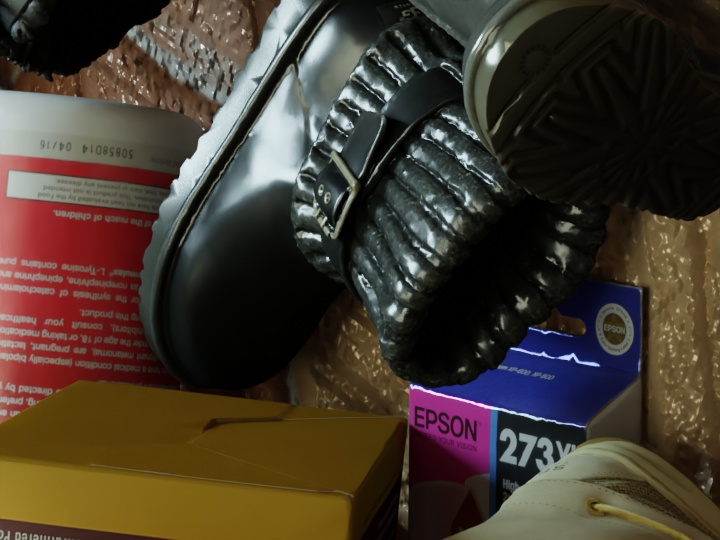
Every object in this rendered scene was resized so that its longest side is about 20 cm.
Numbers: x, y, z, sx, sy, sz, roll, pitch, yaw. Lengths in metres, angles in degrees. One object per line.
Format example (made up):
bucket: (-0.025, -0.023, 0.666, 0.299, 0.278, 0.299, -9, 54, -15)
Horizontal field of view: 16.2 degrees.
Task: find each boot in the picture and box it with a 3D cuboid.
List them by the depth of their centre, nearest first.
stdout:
boot: (0.103, 0.140, 0.797, 0.200, 0.155, 0.073, 41, 120, 21)
boot: (0.035, -0.105, 0.847, 0.073, 0.182, 0.200, -44, 62, 11)
boot: (-0.002, 0.000, 0.952, 0.158, 0.079, 0.212, 53, 131, 37)
boot: (-0.147, -0.157, 1.052, 0.162, 0.198, 0.073, 41, 109, 10)

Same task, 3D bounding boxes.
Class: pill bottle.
pill bottle: (-0.129, 0.030, 1.065, 0.112, 0.112, 0.201, 4, 87, 48)

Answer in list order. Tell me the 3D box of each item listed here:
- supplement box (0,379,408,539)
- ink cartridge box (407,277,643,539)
supplement box: (-0.065, 0.155, 0.893, 0.132, 0.197, 0.201, 6, 95, 6)
ink cartridge box: (0.061, 0.101, 0.945, 0.094, 0.037, 0.201, 10, 102, 47)
